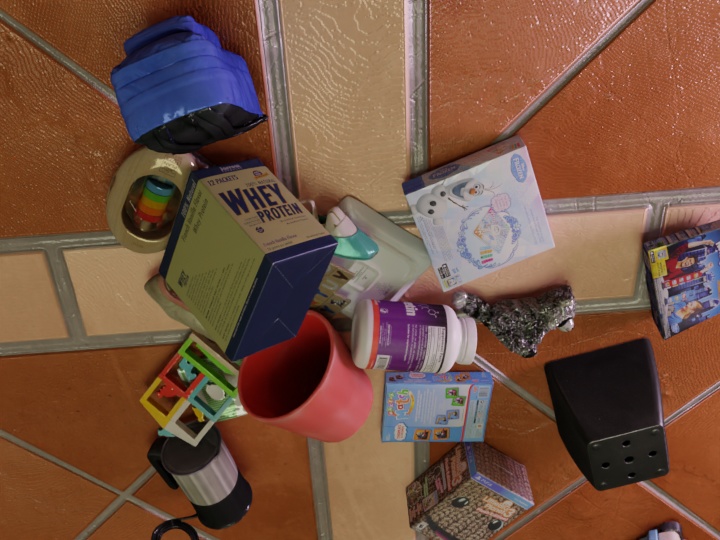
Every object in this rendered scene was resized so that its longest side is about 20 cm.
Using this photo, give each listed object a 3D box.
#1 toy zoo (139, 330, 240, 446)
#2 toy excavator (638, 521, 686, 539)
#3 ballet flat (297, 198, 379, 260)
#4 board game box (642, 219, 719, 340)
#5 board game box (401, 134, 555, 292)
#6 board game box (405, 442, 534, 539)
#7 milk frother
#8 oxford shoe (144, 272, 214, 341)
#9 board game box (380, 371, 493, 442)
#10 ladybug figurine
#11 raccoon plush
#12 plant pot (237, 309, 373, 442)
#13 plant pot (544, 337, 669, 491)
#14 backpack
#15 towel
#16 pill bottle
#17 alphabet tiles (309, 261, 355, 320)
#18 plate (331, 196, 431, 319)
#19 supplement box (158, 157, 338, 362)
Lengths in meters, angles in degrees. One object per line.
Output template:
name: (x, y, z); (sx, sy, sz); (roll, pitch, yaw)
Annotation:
toy zoo: (-0.299, 0.218, 1.603); (0.131, 0.020, 0.201); (40, 107, -4)
toy excavator: (0.625, 0.652, 1.995); (0.197, 0.101, 0.196); (-16, 125, 24)
ballet flat: (-0.065, -0.069, 1.404); (0.197, 0.068, 0.071); (14, 124, 9)
board game box: (0.580, -0.001, 1.523); (0.197, 0.062, 0.202); (-17, 125, 8)
board game box: (0.188, -0.086, 1.438); (0.196, 0.044, 0.202); (-21, 125, 6)
board game box: (0.213, 0.447, 1.803); (0.158, 0.098, 0.200); (31, 119, -24)
milk frother: (-0.315, 0.416, 1.675); (0.177, 0.202, 0.190); (-7, 134, 13)
oxford shoe: (-0.274, 0.065, 1.523); (0.073, 0.071, 0.200); (-14, 131, 39)
board game box: (0.139, 0.255, 1.695); (0.196, 0.037, 0.153); (0, 126, -5)
ladybug figurine: (-0.307, -0.117, 1.370); (0.134, 0.072, 0.201); (23, 122, -19)
raccoon plush: (0.269, 0.058, 1.532); (0.198, 0.097, 0.135); (26, 113, -21)
plant pot: (-0.080, 0.194, 1.548); (0.199, 0.203, 0.177); (-30, 138, 17)
plant pot: (0.461, 0.274, 1.645); (0.197, 0.179, 0.202); (-16, 127, 6)
backpack: (-0.240, -0.240, 1.195); (0.160, 0.200, 0.170); (-25, 94, 11)
towel: (-0.216, 0.205, 1.644); (0.196, 0.024, 0.154); (-12, 125, 5)
pill bottle: (0.087, 0.109, 1.502); (0.196, 0.113, 0.114); (4, 126, -10)
alphabet tiles: (-0.100, 0.031, 1.490); (0.165, 0.008, 0.200); (26, 142, -21)
plate: (0.000, 0.000, 1.503); (0.198, 0.033, 0.200); (29, 119, -23)
supplement box: (-0.170, -0.019, 1.346); (0.133, 0.200, 0.202); (-18, 145, -45)
